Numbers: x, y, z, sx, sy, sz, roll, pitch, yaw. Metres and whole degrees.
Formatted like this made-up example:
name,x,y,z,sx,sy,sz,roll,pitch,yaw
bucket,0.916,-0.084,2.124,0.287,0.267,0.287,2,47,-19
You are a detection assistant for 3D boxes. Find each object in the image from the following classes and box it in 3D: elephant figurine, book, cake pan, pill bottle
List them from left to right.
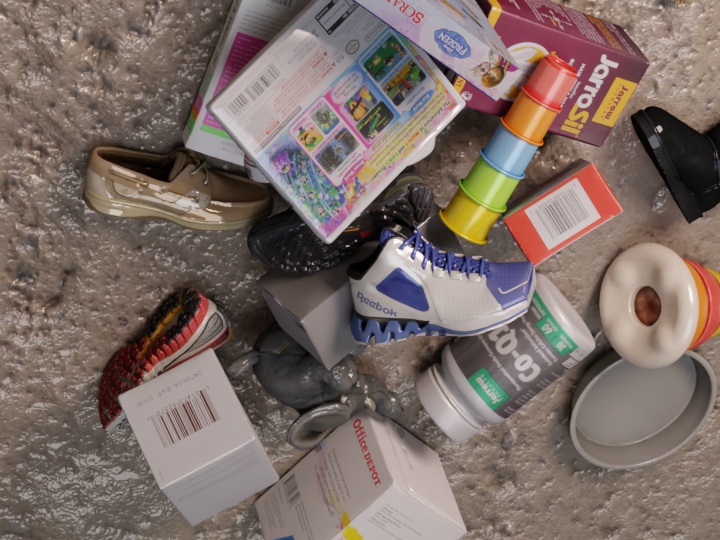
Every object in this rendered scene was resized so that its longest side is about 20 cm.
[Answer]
name,x,y,z,sx,sy,sz,roll,pitch,yaw
book,-0.085,-0.198,1.527,0.133,0.048,0.201,14,118,-24
elephant figurine,-0.046,0.136,1.734,0.154,0.142,0.201,14,142,16
pill bottle,0.167,0.106,1.782,0.200,0.113,0.113,-40,127,12
cake pan,0.355,0.167,1.934,0.198,0.037,0.202,-9,127,-11

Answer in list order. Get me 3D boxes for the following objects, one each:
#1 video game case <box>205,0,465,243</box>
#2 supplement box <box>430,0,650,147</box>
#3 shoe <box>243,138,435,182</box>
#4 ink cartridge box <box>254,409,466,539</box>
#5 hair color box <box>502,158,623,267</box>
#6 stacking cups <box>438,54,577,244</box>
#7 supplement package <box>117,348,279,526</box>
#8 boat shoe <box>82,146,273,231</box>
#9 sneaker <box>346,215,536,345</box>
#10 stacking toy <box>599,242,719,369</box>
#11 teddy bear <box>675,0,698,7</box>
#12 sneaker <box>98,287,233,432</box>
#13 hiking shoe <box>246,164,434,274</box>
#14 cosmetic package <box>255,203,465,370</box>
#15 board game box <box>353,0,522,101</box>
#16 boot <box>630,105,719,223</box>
name,x,y,z,sx,sy,sz,roll,pitch,yaw
video game case,-0.021,-0.159,1.464,0.200,0.024,0.182,-45,112,-9
supplement box,0.182,-0.215,1.570,0.198,0.086,0.111,14,120,-26
shoe,-0.021,-0.149,1.510,0.198,0.072,0.092,-9,121,-11
ink cartridge box,-0.001,0.299,1.849,0.200,0.148,0.144,-43,126,16
hair color box,0.212,-0.064,1.621,0.110,0.200,0.064,-32,93,8
stacking cups,0.156,-0.122,1.538,0.060,0.061,0.201,22,113,-29
supplement package,-0.175,0.188,1.673,0.116,0.118,0.200,-27,159,-7
boat shoe,-0.182,-0.088,1.559,0.198,0.072,0.065,3,125,-18
sneaker,0.069,0.003,1.516,0.198,0.081,0.116,-10,113,17
stacking toy,0.398,0.039,1.822,0.199,0.146,0.147,-2,128,-40
teddy bear,0.352,-0.359,1.542,0.144,0.067,0.200,-29,135,16
sneaker,-0.219,0.114,1.691,0.200,0.078,0.082,-44,130,18
hiking shoe,-0.027,-0.066,1.584,0.198,0.101,0.076,-17,135,-4
cosmetic package,0.000,0.000,1.624,0.200,0.107,0.090,-39,130,-9
board game box,0.042,-0.267,1.417,0.199,0.200,0.041,31,113,-32
boot,0.405,-0.150,1.697,0.162,0.074,0.198,-32,135,10
